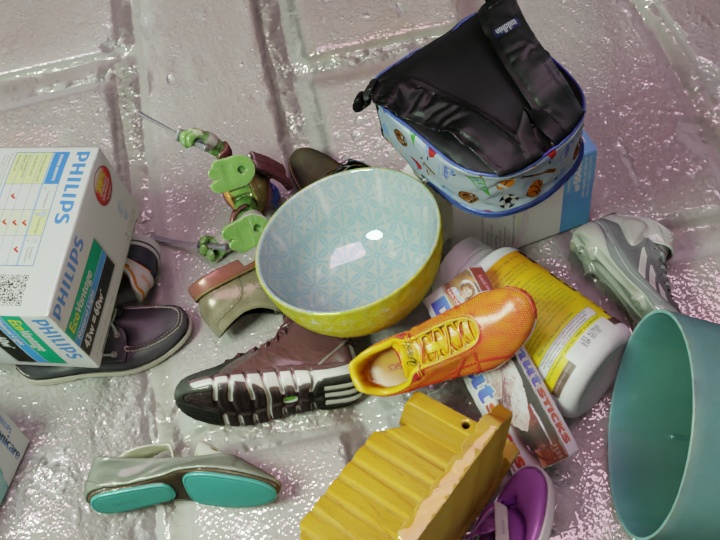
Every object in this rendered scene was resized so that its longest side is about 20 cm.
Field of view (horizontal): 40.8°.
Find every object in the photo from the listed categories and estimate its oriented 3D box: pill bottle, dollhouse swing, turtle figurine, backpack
[{"bbox_3d":[0.170,0.051,0.994,0.109,0.110,0.199,-41,60,-21],"label":"pill bottle"},{"bbox_3d":[0.028,0.188,0.857,0.181,0.177,0.200,25,61,34],"label":"dollhouse swing"},{"bbox_3d":[-0.175,-0.082,1.101,0.198,0.194,0.146,17,95,-16],"label":"turtle figurine"},{"bbox_3d":[0.125,-0.144,0.960,0.199,0.155,0.191,-37,53,-7],"label":"backpack"}]

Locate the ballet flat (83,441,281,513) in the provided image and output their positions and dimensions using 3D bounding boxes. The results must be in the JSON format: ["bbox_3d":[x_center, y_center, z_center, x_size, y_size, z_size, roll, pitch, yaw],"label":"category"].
[{"bbox_3d":[-0.176,0.198,0.961,0.197,0.068,0.064,-5,47,4],"label":"ballet flat"}]

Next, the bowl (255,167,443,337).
[{"bbox_3d":[0.000,0.000,1.010,0.197,0.108,0.202,-11,46,12],"label":"bowl"}]

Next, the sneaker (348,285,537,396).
[{"bbox_3d":[0.078,0.076,0.916,0.199,0.077,0.074,-30,78,27],"label":"sneaker"}]

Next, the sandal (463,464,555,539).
[{"bbox_3d":[0.114,0.257,0.865,0.082,0.050,0.204,-6,47,54],"label":"sandal"}]

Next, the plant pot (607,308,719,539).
[{"bbox_3d":[0.330,0.146,0.862,0.159,0.202,0.203,8,55,-4],"label":"plant pot"}]

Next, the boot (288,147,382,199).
[{"bbox_3d":[-0.018,-0.110,1.140,0.075,0.097,0.200,-39,59,-20],"label":"boot"}]

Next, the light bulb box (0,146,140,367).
[{"bbox_3d":[-0.360,-0.015,1.011,0.197,0.125,0.201,2,62,13],"label":"light bulb box"}]

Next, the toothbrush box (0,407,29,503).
[{"bbox_3d":[-0.445,0.227,0.961,0.144,0.086,0.202,6,56,12],"label":"toothbrush box"}]

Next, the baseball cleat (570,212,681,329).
[{"bbox_3d":[0.312,0.007,1.032,0.106,0.070,0.201,-27,57,-12],"label":"baseball cleat"}]

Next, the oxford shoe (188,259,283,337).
[{"bbox_3d":[-0.090,0.012,1.095,0.198,0.070,0.075,-25,82,-12],"label":"oxford shoe"}]

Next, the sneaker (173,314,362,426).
[{"bbox_3d":[-0.098,0.095,1.028,0.197,0.076,0.116,-4,48,-8],"label":"sneaker"}]

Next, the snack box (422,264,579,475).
[{"bbox_3d":[0.135,0.099,0.945,0.024,0.072,0.202,-14,73,-47],"label":"snack box"}]

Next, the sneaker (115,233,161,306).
[{"bbox_3d":[-0.333,0.001,1.111,0.197,0.079,0.080,-2,49,4],"label":"sneaker"}]

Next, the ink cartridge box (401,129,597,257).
[{"bbox_3d":[0.146,-0.105,1.098,0.198,0.126,0.129,-20,55,-8],"label":"ink cartridge box"}]

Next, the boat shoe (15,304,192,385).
[{"bbox_3d":[-0.285,0.074,1.063,0.197,0.063,0.073,-14,55,-3],"label":"boat shoe"}]
